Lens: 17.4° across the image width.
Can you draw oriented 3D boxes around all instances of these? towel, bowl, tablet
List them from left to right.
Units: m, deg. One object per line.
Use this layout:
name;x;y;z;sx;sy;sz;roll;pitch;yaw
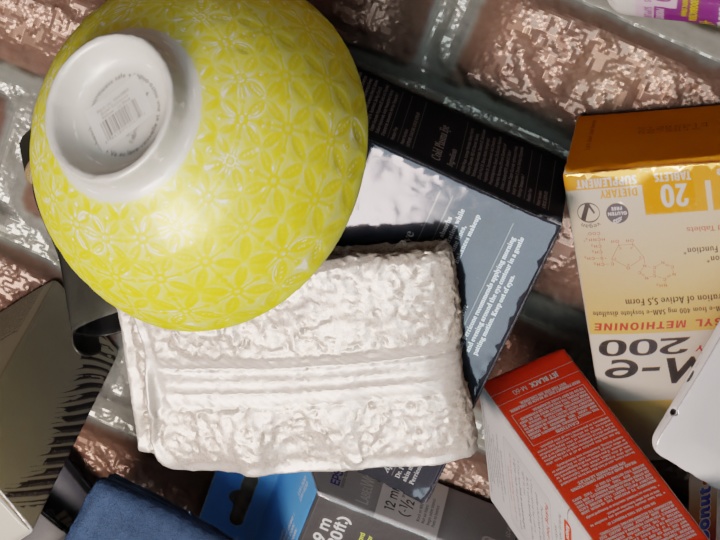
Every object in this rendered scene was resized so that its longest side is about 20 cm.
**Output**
bowl;-0.107;-0.074;1.254;0.199;0.108;0.202;-6;77;27
towel;-0.104;0.219;1.480;0.199;0.049;0.112;31;82;-8
towel;-0.038;0.050;1.330;0.198;0.035;0.133;-4;113;10
tablet;0.259;0.081;1.353;0.199;0.014;0.131;30;91;-38

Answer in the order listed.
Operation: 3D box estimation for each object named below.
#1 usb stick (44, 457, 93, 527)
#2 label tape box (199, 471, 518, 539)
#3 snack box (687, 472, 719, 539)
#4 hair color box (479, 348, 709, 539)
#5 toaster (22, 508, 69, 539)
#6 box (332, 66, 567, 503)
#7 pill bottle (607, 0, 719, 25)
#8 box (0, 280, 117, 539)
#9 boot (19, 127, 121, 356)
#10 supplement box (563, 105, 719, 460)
usb stick;-0.179;0.185;1.583;0.055;0.033;0.200;-26;111;26
label tape box;-0.012;0.193;1.532;0.199;0.066;0.144;20;122;-2
snack box;0.257;0.177;1.415;0.024;0.072;0.200;-17;140;34
hair color box;0.143;0.154;1.360;0.064;0.200;0.111;-22;137;-13
toaster;-0.292;0.202;1.544;0.180;0.119;0.200;34;131;-4
box;0.000;0.000;1.378;0.181;0.104;0.201;24;114;-3
pill bottle;0.233;-0.179;1.230;0.198;0.112;0.113;7;121;9
box;-0.220;0.095;1.438;0.082;0.200;0.068;-30;111;26
boot;-0.106;-0.049;1.363;0.199;0.139;0.077;-31;154;36
supplement box;0.195;0.009;1.372;0.125;0.074;0.201;-4;120;15
